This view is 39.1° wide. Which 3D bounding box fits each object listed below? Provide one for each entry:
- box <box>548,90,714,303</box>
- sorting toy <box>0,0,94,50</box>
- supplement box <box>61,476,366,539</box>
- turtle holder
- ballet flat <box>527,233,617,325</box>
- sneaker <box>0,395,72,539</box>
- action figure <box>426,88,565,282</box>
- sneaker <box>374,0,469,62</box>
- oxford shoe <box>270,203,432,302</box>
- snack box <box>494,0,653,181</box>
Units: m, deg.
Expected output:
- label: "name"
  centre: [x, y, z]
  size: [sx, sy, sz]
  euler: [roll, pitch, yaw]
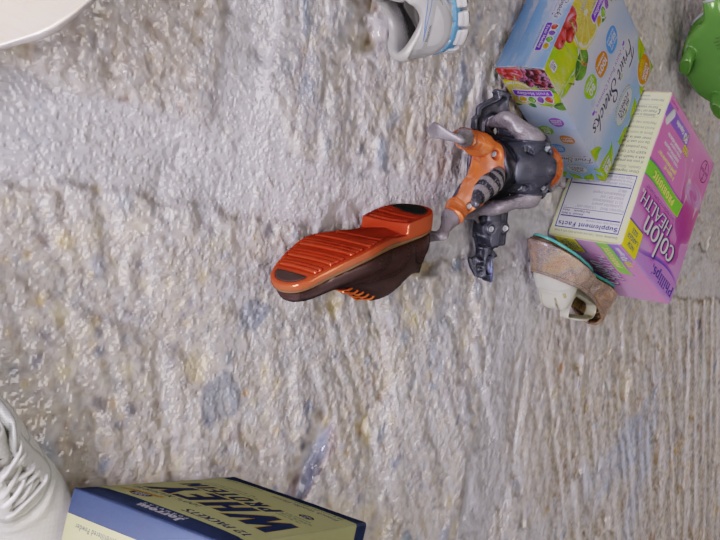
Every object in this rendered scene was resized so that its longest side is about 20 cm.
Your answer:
- label: "box"
  centre: [0.337, -0.090, 1.242]
  size: [0.176, 0.096, 0.201]
  euler: [37, 71, -47]
- label: "sorting toy"
  centre: [-0.260, -0.174, 0.528]
  size: [0.181, 0.106, 0.200]
  euler: [-57, 136, -14]
- label: "supplement box"
  centre: [-0.115, 0.266, 0.730]
  size: [0.199, 0.133, 0.202]
  euler: [18, 84, -63]
- label: "turtle holder"
  centre: [0.498, -0.314, 1.372]
  size: [0.185, 0.141, 0.132]
  euler: [33, 50, -7]
- label: "ballet flat"
  centre: [0.245, 0.020, 1.185]
  size: [0.199, 0.068, 0.068]
  euler: [28, 84, -47]
- label: "sneaker"
  centre: [-0.234, 0.119, 0.631]
  size: [0.075, 0.081, 0.201]
  euler: [-53, 135, -30]
- label: "action figure"
  centre: [0.138, -0.072, 1.009]
  size: [0.193, 0.104, 0.202]
  euler: [-18, 113, -41]
- label: "sneaker"
  centre: [0.042, -0.275, 0.875]
  size: [0.086, 0.075, 0.202]
  euler: [-31, 120, -35]
- label: "oxford shoe"
  centre: [0.000, 0.000, 0.888]
  size: [0.199, 0.071, 0.073]
  euler: [-24, 121, -45]
- label: "snack box"
  centre: [0.243, -0.225, 1.123]
  size: [0.200, 0.067, 0.170]
  euler: [46, 64, -46]
